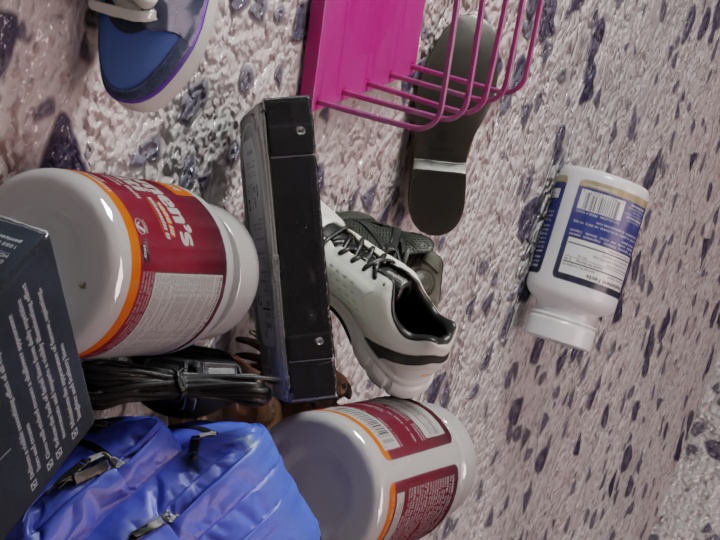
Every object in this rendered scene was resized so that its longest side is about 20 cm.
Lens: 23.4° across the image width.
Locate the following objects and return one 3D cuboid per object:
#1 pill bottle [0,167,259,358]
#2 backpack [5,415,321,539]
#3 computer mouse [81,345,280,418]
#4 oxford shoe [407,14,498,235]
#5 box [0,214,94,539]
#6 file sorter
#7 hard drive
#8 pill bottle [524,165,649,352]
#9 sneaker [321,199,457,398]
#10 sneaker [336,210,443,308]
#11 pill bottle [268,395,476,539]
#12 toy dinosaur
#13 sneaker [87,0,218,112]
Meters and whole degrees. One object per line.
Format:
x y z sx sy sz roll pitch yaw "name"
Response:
-0.144 -0.002 1.070 0.200 0.109 0.111 2 103 -68 "pill bottle"
-0.131 0.172 1.104 0.199 0.162 0.169 -34 108 -32 "backpack"
-0.141 0.076 1.138 0.200 0.139 0.047 -169 -96 -73 "computer mouse"
0.077 -0.136 1.598 0.071 0.071 0.202 -125 -131 -82 "oxford shoe"
-0.242 0.082 0.896 0.201 0.106 0.149 -55 152 -40 "box"
0.056 -0.200 1.397 0.200 0.124 0.141 -30 133 -60 "file sorter"
-0.053 -0.013 1.208 0.140 0.037 0.203 -179 -97 -80 "hard drive"
0.259 -0.012 2.036 0.111 0.110 0.202 22 85 -68 "pill bottle"
0.000 0.000 1.322 0.074 0.200 0.080 -41 176 -38 "sneaker"
-0.001 -0.003 1.417 0.199 0.113 0.077 -10 113 -63 "sneaker"
0.007 0.155 1.313 0.200 0.113 0.115 -1 106 -64 "pill bottle"
-0.092 0.097 1.306 0.200 0.085 0.137 41 68 -62 "toy dinosaur"
-0.141 -0.201 0.999 0.146 0.080 0.202 11 98 -60 "sneaker"
